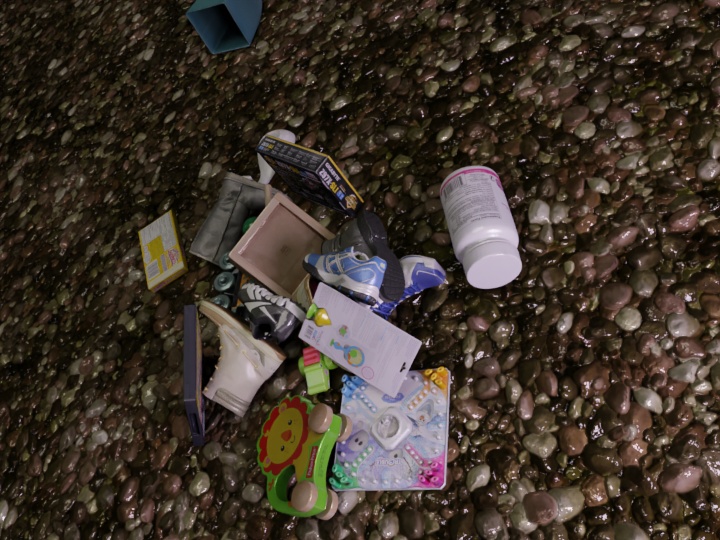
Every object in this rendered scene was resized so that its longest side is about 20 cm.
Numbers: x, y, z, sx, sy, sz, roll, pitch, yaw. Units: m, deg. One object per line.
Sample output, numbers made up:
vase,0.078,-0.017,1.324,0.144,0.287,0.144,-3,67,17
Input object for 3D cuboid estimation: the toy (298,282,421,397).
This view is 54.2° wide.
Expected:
toy,0.001,0.111,1.189,0.199,0.047,0.116,29,114,13

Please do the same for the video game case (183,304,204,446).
video game case,-0.311,0.198,1.319,0.025,0.181,0.201,-3,52,-9

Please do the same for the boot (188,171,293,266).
boot,-0.261,-0.098,1.544,0.181,0.073,0.201,18,78,10

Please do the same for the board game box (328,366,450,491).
board game box,0.047,0.258,1.162,0.199,0.026,0.201,-9,56,25

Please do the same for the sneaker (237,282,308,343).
sneaker,-0.183,0.081,1.300,0.199,0.067,0.091,17,65,47

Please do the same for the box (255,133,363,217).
box,-0.106,-0.198,1.466,0.199,0.160,0.049,26,74,40

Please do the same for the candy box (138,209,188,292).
candy box,-0.469,-0.048,1.667,0.102,0.026,0.201,-30,50,7

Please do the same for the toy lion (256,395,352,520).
toy lion,-0.110,0.308,1.184,0.191,0.069,0.201,-16,52,41

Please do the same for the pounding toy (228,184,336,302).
pounding toy,-0.160,-0.057,1.392,0.200,0.142,0.184,37,79,-3

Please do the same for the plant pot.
plant pot,-0.368,-0.748,2.008,0.141,0.142,0.201,-1,52,29

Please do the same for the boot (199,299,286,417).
boot,-0.259,0.163,1.335,0.200,0.072,0.155,35,91,14

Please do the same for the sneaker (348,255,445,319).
sneaker,0.056,0.042,1.276,0.198,0.081,0.116,-4,64,32

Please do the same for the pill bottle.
pill bottle,0.211,-0.076,1.231,0.113,0.113,0.201,-21,52,17

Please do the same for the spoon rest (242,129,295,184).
spoon rest,-0.219,-0.260,1.653,0.099,0.061,0.201,3,48,30

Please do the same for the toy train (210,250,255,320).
toy train,-0.236,0.035,1.444,0.113,0.085,0.201,-5,57,16

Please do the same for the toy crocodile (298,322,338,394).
toy crocodile,-0.081,0.132,1.297,0.067,0.062,0.201,-15,54,21

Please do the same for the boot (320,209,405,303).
boot,0.000,0.000,1.256,0.131,0.068,0.201,-40,50,28

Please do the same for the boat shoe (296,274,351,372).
boat shoe,-0.048,0.093,1.258,0.074,0.066,0.200,-29,70,-30

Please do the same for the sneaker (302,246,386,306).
sneaker,-0.025,-0.001,1.197,0.200,0.076,0.077,22,83,48
